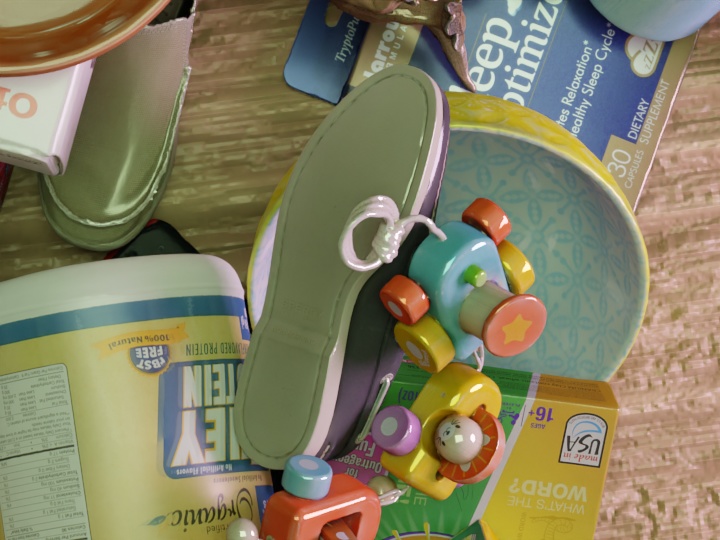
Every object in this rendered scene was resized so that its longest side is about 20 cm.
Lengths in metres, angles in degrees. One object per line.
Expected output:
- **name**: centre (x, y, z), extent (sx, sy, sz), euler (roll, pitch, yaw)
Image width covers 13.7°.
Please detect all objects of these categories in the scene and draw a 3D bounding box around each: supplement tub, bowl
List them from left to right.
- **supplement tub**: centre (-0.115, 0.101, 1.454), extent (0.144, 0.145, 0.201), euler (-9, 84, -6)
- **bowl**: centre (0.042, -0.019, 1.512), extent (0.199, 0.108, 0.201), euler (-1, 126, -2)

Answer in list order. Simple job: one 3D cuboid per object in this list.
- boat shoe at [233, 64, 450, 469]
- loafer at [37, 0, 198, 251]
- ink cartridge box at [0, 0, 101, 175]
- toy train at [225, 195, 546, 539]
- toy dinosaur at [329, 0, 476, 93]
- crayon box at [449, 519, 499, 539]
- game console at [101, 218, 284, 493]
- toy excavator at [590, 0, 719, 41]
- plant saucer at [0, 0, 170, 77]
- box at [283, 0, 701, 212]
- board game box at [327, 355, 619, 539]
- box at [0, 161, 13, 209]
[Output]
- **boat shoe**: centre (0.000, 0.000, 1.414), extent (0.073, 0.063, 0.201), euler (25, 99, 35)
- **loafer**: centre (-0.123, -0.110, 1.535), extent (0.075, 0.068, 0.201), euler (11, 81, 3)
- **ink cartridge box**: centre (-0.186, -0.160, 1.428), extent (0.144, 0.084, 0.201), euler (15, 83, -2)
- **toy train**: centre (0.022, 0.065, 1.379), extent (0.056, 0.150, 0.201), euler (32, 115, 36)
- **toy dinosaur**: centre (-0.011, -0.161, 1.502), extent (0.135, 0.200, 0.086), euler (2, 68, 35)
- **crayon box**: centre (0.031, 0.251, 1.483), extent (0.200, 0.058, 0.173), euler (-36, 108, 5)
- **game console**: centre (-0.099, 0.100, 1.545), extent (0.200, 0.031, 0.177), euler (45, 79, 0)
- **toy excavator**: centre (0.190, -0.154, 1.540), extent (0.194, 0.100, 0.200), euler (-18, 79, -27)
- **plant saucer**: centre (-0.164, -0.187, 1.374), extent (0.200, 0.032, 0.201), euler (0, 85, -4)
- **box**: centre (0.070, -0.118, 1.574), extent (0.199, 0.032, 0.121), euler (21, 84, -2)
- **board game box**: centre (0.037, 0.145, 1.503), extent (0.153, 0.040, 0.201), euler (7, 107, -8)
- **box**: centre (-0.206, -0.118, 1.515), extent (0.095, 0.100, 0.201), euler (18, 84, -2)
